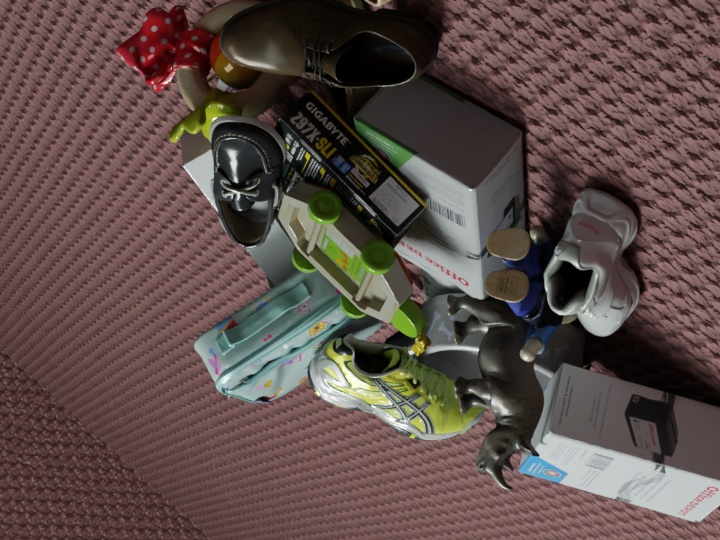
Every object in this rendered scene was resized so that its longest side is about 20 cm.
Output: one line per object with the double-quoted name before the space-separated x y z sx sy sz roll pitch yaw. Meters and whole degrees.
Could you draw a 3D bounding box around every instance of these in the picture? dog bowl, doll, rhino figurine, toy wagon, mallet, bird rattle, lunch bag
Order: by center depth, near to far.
"toy wagon" 0.000 0.000 1.654 0.200 0.040 0.155 43 161 6
"doll" 0.170 0.020 1.656 0.048 0.137 0.200 0 169 23
"rhino figurine" 0.139 0.119 1.699 0.087 0.201 0.060 -7 166 10
"bird rattle" -0.138 -0.202 1.709 0.113 0.163 0.201 44 -164 -53
"dog bowl" 0.151 0.094 1.830 0.199 0.059 0.200 16 159 6
"lunch bag" -0.075 0.067 1.836 0.077 0.200 0.160 58 -170 17
"mallet" 0.102 0.117 1.987 0.066 0.041 0.200 -23 142 24

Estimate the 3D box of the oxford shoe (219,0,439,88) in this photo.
"oxford shoe" -0.034 -0.201 1.522 0.199 0.085 0.073 2 117 12

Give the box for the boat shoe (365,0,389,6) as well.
"boat shoe" -0.040 -0.299 1.466 0.200 0.069 0.074 35 158 13

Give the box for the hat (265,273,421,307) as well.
"hat" 0.008 -0.011 1.966 0.175 0.167 0.200 -17 148 22

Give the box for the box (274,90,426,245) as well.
"box" -0.025 -0.076 1.686 0.160 0.049 0.200 43 161 3

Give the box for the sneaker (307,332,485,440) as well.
"sneaker" 0.046 0.123 1.807 0.199 0.076 0.076 16 141 -18

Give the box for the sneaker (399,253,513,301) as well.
"sneaker" 0.069 -0.012 1.829 0.200 0.074 0.116 38 155 1

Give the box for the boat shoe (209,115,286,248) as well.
"boat shoe" -0.113 -0.085 1.649 0.073 0.061 0.200 10 157 2

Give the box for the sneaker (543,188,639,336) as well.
"sneaker" 0.209 0.012 1.613 0.078 0.099 0.200 28 155 28

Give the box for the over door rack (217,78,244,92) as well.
"over door rack" -0.089 -0.143 1.844 0.147 0.067 0.200 37 159 3

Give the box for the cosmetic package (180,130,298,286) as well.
"cosmetic package" -0.121 -0.072 1.824 0.200 0.050 0.083 54 -170 -33

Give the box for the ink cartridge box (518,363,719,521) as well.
"ink cartridge box" 0.279 0.179 1.755 0.199 0.084 0.145 16 157 -1

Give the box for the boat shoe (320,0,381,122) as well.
"boat shoe" -0.035 -0.223 1.592 0.071 0.076 0.200 17 148 47

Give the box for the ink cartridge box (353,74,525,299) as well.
"ink cartridge box" 0.081 -0.082 1.660 0.146 0.084 0.200 33 158 23
